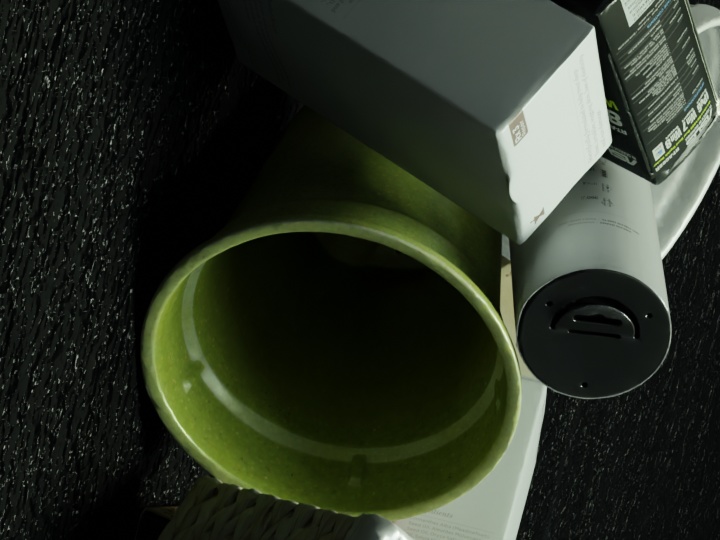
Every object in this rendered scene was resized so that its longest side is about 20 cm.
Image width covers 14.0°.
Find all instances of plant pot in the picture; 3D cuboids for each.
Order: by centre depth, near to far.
[{"bbox_3d":[0.000,0.000,1.573,0.184,0.200,0.201,-74,167,-50],"label":"plant pot"}]

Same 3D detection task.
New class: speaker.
[{"bbox_3d":[0.118,-0.019,1.547,0.200,0.081,0.081,-90,-177,-58],"label":"speaker"}]

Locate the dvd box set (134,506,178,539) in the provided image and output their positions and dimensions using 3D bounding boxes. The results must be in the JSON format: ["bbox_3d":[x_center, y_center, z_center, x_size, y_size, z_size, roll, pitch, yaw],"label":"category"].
[{"bbox_3d":[-0.065,0.202,1.648,0.200,0.029,0.147,5,101,-54],"label":"dvd box set"}]

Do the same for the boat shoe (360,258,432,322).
[{"bbox_3d":[-0.028,0.077,1.708,0.200,0.072,0.072,-57,155,10],"label":"boat shoe"}]

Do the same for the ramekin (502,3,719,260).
[{"bbox_3d":[0.140,-0.085,1.778,0.200,0.105,0.201,-44,152,-32],"label":"ramekin"}]

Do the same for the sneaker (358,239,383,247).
[{"bbox_3d":[0.021,-0.117,1.714,0.108,0.067,0.202,83,23,-48],"label":"sneaker"}]

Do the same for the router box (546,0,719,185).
[{"bbox_3d":[0.082,-0.145,1.518,0.062,0.200,0.150,-49,146,-15],"label":"router box"}]

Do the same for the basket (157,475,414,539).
[{"bbox_3d":[-0.033,0.243,1.520,0.198,0.161,0.200,46,66,-38],"label":"basket"}]

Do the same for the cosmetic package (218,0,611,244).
[{"bbox_3d":[0.024,-0.114,1.476,0.081,0.200,0.113,-49,156,-17],"label":"cosmetic package"}]

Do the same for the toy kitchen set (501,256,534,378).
[{"bbox_3d":[0.084,-0.039,1.970,0.200,0.181,0.163,-31,149,-5],"label":"toy kitchen set"}]

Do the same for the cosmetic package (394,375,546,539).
[{"bbox_3d":[0.058,0.168,1.811,0.102,0.071,0.201,92,13,-56],"label":"cosmetic package"}]
